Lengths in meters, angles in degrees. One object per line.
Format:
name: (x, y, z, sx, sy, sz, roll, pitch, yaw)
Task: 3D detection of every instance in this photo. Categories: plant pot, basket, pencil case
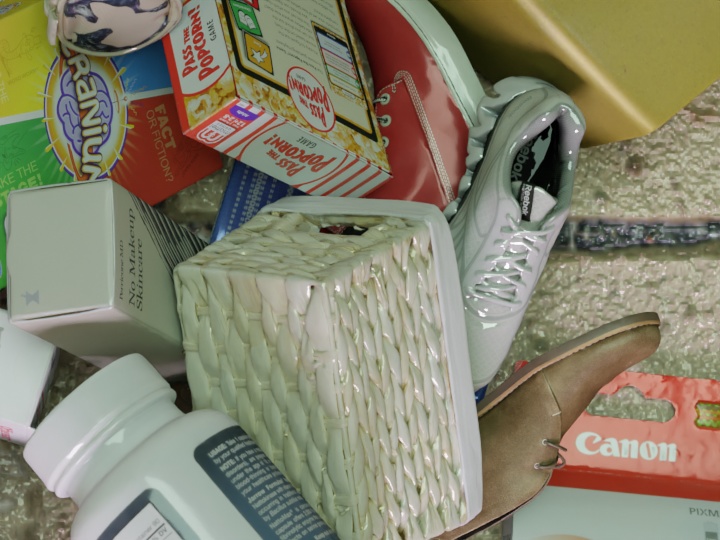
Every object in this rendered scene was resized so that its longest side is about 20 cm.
plant pot: (0.159, -0.190, 1.544, 0.200, 0.200, 0.177, -39, 99, -12)
basket: (-0.021, 0.068, 1.444, 0.123, 0.135, 0.201, -25, 113, -48)
pencil case: (-0.158, -0.225, 1.442, 0.089, 0.078, 0.201, -8, 64, -4)

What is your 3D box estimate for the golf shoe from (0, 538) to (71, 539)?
golf shoe: (-0.182, 0.215, 1.465, 0.199, 0.078, 0.098, 1, 116, 16)

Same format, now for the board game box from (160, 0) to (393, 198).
board game box: (-0.062, -0.151, 1.494, 0.046, 0.151, 0.201, -32, 55, 27)

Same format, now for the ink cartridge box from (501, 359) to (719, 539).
ink cartridge box: (0.172, 0.162, 1.546, 0.161, 0.050, 0.201, 6, 82, -6)

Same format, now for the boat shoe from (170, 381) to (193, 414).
boat shoe: (-0.112, 0.168, 1.509, 0.075, 0.075, 0.203, 7, 85, 30)

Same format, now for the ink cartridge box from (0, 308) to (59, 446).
ink cartridge box: (-0.247, 0.055, 1.479, 0.199, 0.116, 0.068, 18, 79, -4)

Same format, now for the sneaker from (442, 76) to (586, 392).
sneaker: (0.086, -0.020, 1.485, 0.075, 0.081, 0.201, 15, 93, -21)

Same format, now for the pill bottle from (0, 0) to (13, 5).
pill bottle: (-0.240, -0.166, 1.521, 0.113, 0.113, 0.201, 21, 78, -3)

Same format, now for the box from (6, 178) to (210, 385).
box: (-0.138, 0.011, 1.447, 0.068, 0.200, 0.083, -7, 76, 16)

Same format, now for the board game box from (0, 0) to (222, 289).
board game box: (-0.185, -0.094, 1.477, 0.200, 0.040, 0.154, -32, 117, -37)

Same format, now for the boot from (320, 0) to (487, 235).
boot: (0.009, -0.084, 1.547, 0.144, 0.072, 0.201, -27, 81, -14)

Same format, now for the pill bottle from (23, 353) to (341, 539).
pill bottle: (-0.092, 0.149, 1.368, 0.119, 0.120, 0.200, -40, 79, -12)

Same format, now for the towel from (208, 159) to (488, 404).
towel: (0.000, 0.000, 1.567, 0.199, 0.024, 0.145, 17, 77, -3)

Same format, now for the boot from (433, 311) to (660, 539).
boot: (0.113, 0.098, 1.514, 0.200, 0.074, 0.076, -35, 71, 12)
